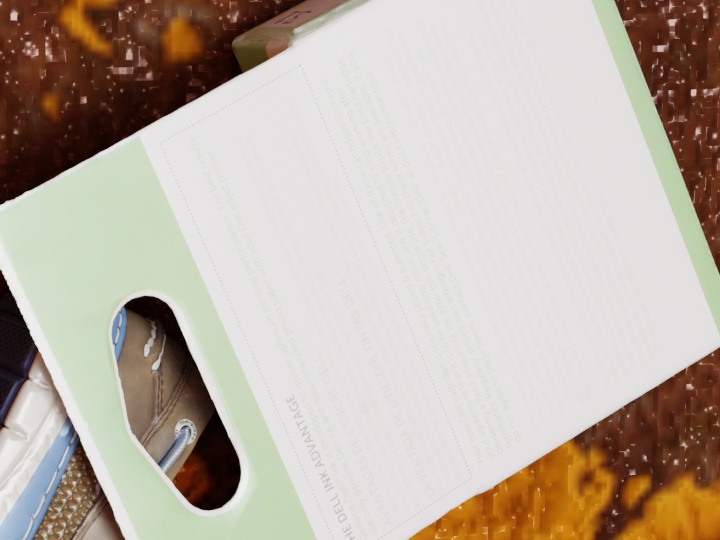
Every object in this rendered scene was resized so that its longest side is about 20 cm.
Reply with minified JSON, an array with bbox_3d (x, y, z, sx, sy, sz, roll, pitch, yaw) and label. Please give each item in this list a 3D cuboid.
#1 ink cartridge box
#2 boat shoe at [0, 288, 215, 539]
[{"bbox_3d":[0.000,0.000,0.714,0.199,0.048,0.146,-30,108,-20],"label":"ink cartridge box"},{"bbox_3d":[-0.100,0.102,0.686,0.072,0.072,0.201,29,87,-24],"label":"boat shoe"}]
